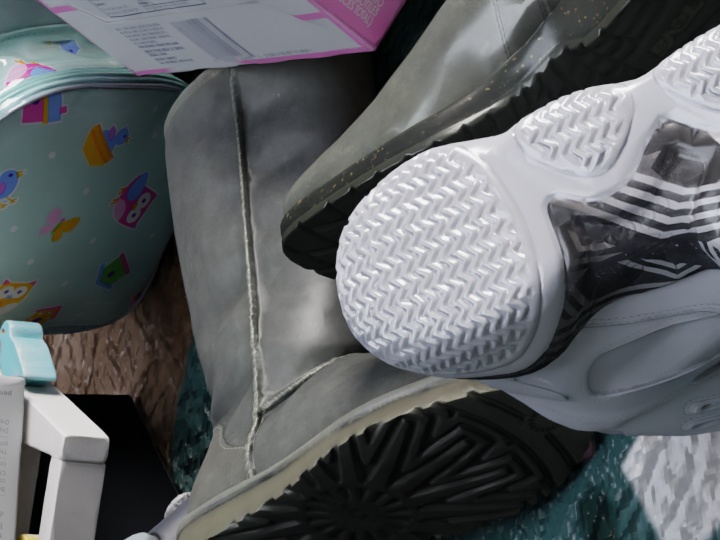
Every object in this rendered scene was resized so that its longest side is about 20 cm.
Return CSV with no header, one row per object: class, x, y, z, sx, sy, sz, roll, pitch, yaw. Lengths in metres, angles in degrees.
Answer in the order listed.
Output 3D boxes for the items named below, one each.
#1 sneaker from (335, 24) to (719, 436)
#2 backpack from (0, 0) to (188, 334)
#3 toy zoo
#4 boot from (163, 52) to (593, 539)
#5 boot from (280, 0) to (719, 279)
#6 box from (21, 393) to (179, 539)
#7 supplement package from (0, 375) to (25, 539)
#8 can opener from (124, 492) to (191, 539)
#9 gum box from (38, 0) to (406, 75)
sneaker,0.103,-0.010,0.815,0.200,0.115,0.075,-17,67,22
backpack,-0.151,-0.071,1.176,0.153,0.176,0.200,38,119,37
toy zoo,-0.140,0.118,1.126,0.131,0.020,0.200,14,96,60
boot,-0.001,-0.001,1.007,0.182,0.073,0.200,-23,45,32
boot,0.047,-0.092,0.916,0.200,0.068,0.131,-38,48,29
box,-0.113,0.163,1.170,0.200,0.079,0.141,58,137,47
supplement package,-0.200,0.136,1.094,0.114,0.109,0.200,-7,78,59
can opener,-0.084,0.134,1.027,0.063,0.200,0.079,57,165,-18
gum box,-0.037,-0.135,1.038,0.114,0.066,0.200,-59,25,-15
